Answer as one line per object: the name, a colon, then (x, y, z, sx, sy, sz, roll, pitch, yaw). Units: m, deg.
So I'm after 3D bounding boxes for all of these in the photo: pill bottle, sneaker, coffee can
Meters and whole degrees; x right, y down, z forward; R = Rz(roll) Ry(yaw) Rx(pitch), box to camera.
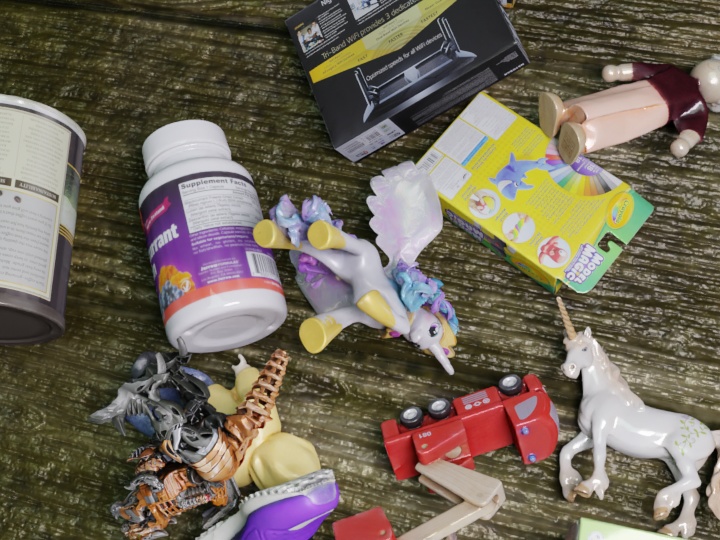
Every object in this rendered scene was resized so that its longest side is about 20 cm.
pill bottle: (-0.144, -0.035, 0.851, 0.111, 0.111, 0.201, -18, 68, 2)
sneaker: (-0.065, 0.231, 0.727, 0.069, 0.200, 0.100, -10, 66, -42)
coffee can: (-0.345, -0.044, 0.866, 0.146, 0.146, 0.201, -2, 70, 8)

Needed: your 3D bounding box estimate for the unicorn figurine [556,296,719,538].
unicorn figurine: (0.222, 0.134, 0.765, 0.199, 0.074, 0.138, 25, 66, 1)

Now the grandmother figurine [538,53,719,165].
grandmother figurine: (0.271, -0.154, 0.840, 0.199, 0.061, 0.122, -20, 68, -14)

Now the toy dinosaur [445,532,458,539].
toy dinosaur: (0.095, 0.306, 0.712, 0.135, 0.086, 0.201, 2, 64, 7)

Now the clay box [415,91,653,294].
clay box: (0.156, -0.067, 0.851, 0.200, 0.048, 0.115, 38, 78, 18)

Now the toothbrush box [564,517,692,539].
toothbrush box: (0.250, 0.249, 0.673, 0.199, 0.146, 0.087, 8, 71, 10)

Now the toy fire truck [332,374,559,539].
toy fire truck: (0.074, 0.164, 0.739, 0.199, 0.049, 0.141, -18, 29, 2)

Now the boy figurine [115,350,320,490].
boy figurine: (-0.118, 0.138, 0.810, 0.199, 0.064, 0.125, 22, 82, 14)

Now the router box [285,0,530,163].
router box: (0.041, -0.223, 0.890, 0.199, 0.052, 0.158, -27, 70, 18)

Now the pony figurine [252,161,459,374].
pony figurine: (0.000, 0.000, 0.787, 0.166, 0.200, 0.194, -39, 61, 20)

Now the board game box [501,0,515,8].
board game box: (0.094, -0.382, 0.969, 0.199, 0.057, 0.166, 17, 75, 14)

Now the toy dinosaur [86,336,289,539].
toy dinosaur: (-0.136, 0.133, 0.750, 0.200, 0.102, 0.136, -44, 92, -7)
